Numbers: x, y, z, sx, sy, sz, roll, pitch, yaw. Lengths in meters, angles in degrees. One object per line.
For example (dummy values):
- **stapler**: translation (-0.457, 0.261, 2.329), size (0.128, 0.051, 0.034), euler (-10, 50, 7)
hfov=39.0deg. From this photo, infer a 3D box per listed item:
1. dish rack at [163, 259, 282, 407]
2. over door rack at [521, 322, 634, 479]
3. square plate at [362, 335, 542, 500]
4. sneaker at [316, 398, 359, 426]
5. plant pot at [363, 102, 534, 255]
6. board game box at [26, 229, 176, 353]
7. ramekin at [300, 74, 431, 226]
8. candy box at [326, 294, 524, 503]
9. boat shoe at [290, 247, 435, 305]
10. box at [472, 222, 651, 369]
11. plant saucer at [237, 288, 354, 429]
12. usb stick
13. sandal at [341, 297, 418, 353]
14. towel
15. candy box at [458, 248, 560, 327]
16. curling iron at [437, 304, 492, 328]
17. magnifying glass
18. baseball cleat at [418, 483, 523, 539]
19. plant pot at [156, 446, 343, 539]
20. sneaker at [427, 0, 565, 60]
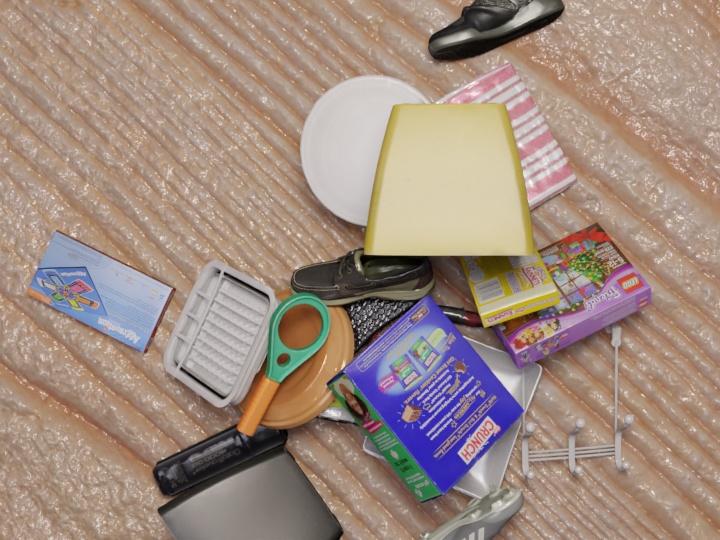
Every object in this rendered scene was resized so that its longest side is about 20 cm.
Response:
- **dish rack**: translation (-0.184, 0.088, 1.393), size (0.199, 0.043, 0.173), euler (22, 86, 51)
- **over door rack**: translation (0.282, 0.172, 1.352), size (0.145, 0.067, 0.203), euler (-3, 89, -6)
- **square plate**: translation (0.126, 0.190, 1.404), size (0.196, 0.028, 0.202), euler (21, 88, 8)
- **sneaker**: translation (-0.023, 0.163, 1.394), size (0.197, 0.078, 0.092), euler (8, 82, 17)
- **plant pot**: translation (0.108, -0.112, 1.255), size (0.197, 0.200, 0.179), euler (1, 94, 4)
- **board game box**: translation (-0.377, 0.030, 1.476), size (0.198, 0.019, 0.104), euler (26, 87, 7)
- **ramekin**: translation (0.022, -0.165, 1.388), size (0.199, 0.094, 0.205), euler (1, 102, 5)
- **candy box**: translation (0.085, 0.165, 1.315), size (0.169, 0.077, 0.201), euler (-38, 87, -27)
- **boat shoe**: translation (0.000, 0.001, 1.363), size (0.198, 0.067, 0.072), euler (-1, 46, 8)
- **box**: translation (0.263, 0.030, 1.345), size (0.198, 0.039, 0.137), euler (-25, 48, -5)
- **plant saucer**: translation (-0.103, 0.113, 1.385), size (0.198, 0.037, 0.203), euler (-13, 61, 24)
- **usb stick**: translation (-0.197, 0.257, 1.433), size (0.198, 0.033, 0.056), euler (-26, 90, 4)
- **sandal**: translation (-0.001, 0.070, 1.417), size (0.199, 0.045, 0.076), euler (-31, 79, 4)
- **towel**: translation (0.195, -0.173, 1.425), size (0.145, 0.030, 0.202), euler (-29, 84, 1)
- **candy box**: translation (0.189, 0.001, 1.335), size (0.101, 0.201, 0.027), euler (-17, 117, 4)
- **curling iron**: translation (0.149, 0.058, 1.408), size (0.197, 0.050, 0.026), euler (8, 44, 11)
- **magnifying glass**: translation (-0.104, 0.122, 1.321), size (0.079, 0.022, 0.202), euler (26, 96, -27)
- **baseball cleat**: translation (0.153, 0.367, 1.362), size (0.199, 0.070, 0.107), euler (-35, 93, 24)
- **plant pot**: translation (-0.129, 0.342, 1.347), size (0.177, 0.200, 0.201), euler (-35, 83, -8)
- **sneaker**: translation (0.174, -0.370, 1.418), size (0.197, 0.076, 0.115), euler (-24, 82, 1)
